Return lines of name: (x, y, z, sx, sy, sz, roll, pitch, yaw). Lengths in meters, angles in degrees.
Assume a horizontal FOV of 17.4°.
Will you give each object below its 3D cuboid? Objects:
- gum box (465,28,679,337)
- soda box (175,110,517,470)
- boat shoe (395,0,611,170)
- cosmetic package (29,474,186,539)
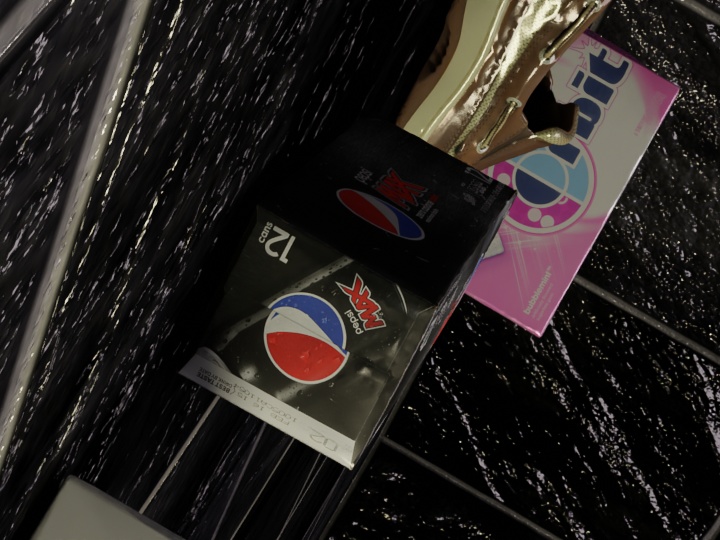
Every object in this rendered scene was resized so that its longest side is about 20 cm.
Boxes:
gum box: (0.121, -0.071, 1.575, 0.201, 0.113, 0.066, -61, 176, 4)
soda box: (0.000, 0.000, 0.826, 0.064, 0.070, 0.200, -63, 176, 16)
boat shoe: (0.061, -0.074, 1.070, 0.075, 0.074, 0.203, -56, 174, -48)
cosmetic package: (-0.114, 0.168, 0.704, 0.201, 0.051, 0.151, -60, 175, -14)
